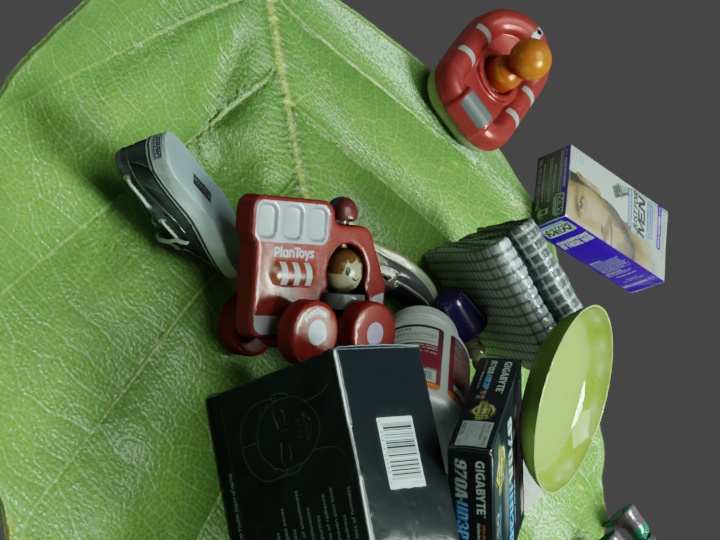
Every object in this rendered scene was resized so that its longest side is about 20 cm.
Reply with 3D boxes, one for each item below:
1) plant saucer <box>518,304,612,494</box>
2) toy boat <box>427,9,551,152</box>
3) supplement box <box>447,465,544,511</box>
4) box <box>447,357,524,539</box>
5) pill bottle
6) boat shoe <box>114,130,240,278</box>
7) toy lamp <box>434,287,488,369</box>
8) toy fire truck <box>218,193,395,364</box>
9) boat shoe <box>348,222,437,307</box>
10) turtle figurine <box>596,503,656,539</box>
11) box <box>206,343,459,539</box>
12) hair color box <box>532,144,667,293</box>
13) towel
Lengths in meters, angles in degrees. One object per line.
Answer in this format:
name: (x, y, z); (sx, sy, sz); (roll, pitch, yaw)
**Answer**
plant saucer: (0.209, 0.130, 1.727); (0.200, 0.031, 0.200); (-38, 135, -50)
toy boat: (0.180, -0.245, 2.045); (0.131, 0.131, 0.200); (51, 45, -17)
supplement box: (0.103, 0.237, 1.811); (0.200, 0.073, 0.126); (-32, 97, -47)
box: (0.126, 0.212, 1.662); (0.159, 0.046, 0.200); (-62, 152, -56)
pill bottle: (0.059, 0.122, 1.752); (0.113, 0.113, 0.200); (49, 22, -19)
boat shoe: (-0.177, -0.056, 1.655); (0.199, 0.068, 0.074); (54, 27, -50)
toy lamp: (0.137, 0.108, 1.885); (0.058, 0.058, 0.200); (-52, 126, -43)
toy fire truck: (-0.047, 0.008, 1.691); (0.200, 0.112, 0.168); (2, 94, -46)
boat shoe: (0.000, 0.000, 1.814); (0.200, 0.072, 0.065); (36, 63, -33)
turtle figurine: (0.365, 0.378, 1.989); (0.200, 0.101, 0.150); (48, 19, 2)
box: (-0.030, 0.191, 1.607); (0.124, 0.196, 0.201); (1, 73, -45)
hair color box: (0.310, -0.064, 2.153); (0.200, 0.065, 0.110); (28, 56, -33)
towel: (0.174, 0.027, 1.877); (0.085, 0.200, 0.166); (-34, 98, -15)
